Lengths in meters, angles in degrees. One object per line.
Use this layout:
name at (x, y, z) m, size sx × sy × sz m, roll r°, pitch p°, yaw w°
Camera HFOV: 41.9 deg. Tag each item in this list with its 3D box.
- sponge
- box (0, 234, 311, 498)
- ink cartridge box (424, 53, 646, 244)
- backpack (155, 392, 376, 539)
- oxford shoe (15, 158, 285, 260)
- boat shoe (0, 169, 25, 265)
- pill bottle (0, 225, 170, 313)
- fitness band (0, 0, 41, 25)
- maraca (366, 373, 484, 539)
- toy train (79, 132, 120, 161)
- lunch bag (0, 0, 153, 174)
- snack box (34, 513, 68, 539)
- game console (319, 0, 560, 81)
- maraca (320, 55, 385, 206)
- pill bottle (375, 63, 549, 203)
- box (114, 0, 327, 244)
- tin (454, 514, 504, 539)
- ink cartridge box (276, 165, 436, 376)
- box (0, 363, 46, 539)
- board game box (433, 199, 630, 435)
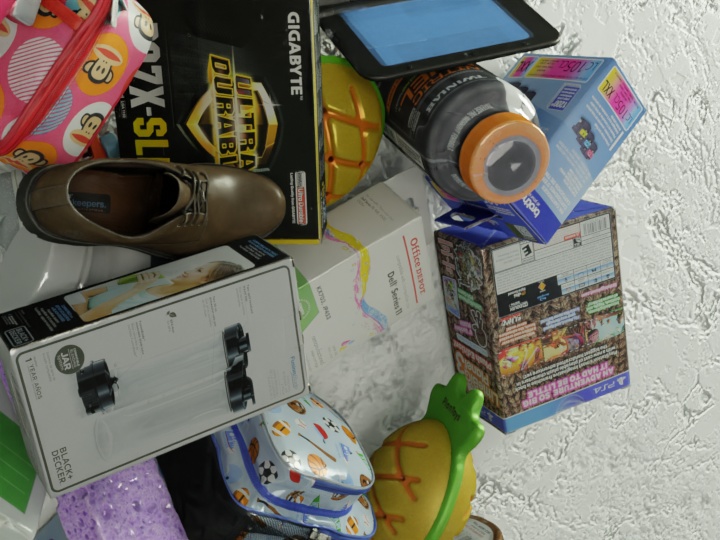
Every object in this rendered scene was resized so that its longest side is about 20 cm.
sponge at (-0.209, 0.129, 0.726) m, size 0.030 × 0.200 × 0.112 m, roll -35°, pitch 160°, yaw 12°
box at (-0.139, 0.061, 0.657) m, size 0.199 × 0.060 × 0.117 m, roll -20°, pitch 118°, yaw -26°
ink cartridge box at (0.156, -0.108, 0.898) m, size 0.076 × 0.136 × 0.200 m, roll 42°, pitch 80°, yaw -31°
backpack at (-0.077, 0.189, 0.847) m, size 0.154 × 0.200 × 0.190 m, roll -39°, pitch 134°, yaw 14°
oxford shoe at (-0.128, -0.043, 0.662) m, size 0.200 × 0.084 × 0.073 m, roll -5°, pitch 91°, yaw -39°
boat shoe at (-0.301, 0.016, 0.764) m, size 0.065 × 0.074 × 0.203 m, roll 6°, pitch 109°, yaw -24°
pill bottle at (-0.173, 0.033, 0.736) m, size 0.200 × 0.119 × 0.120 m, roll 26°, pitch 91°, yaw -38°
fitness band at (-0.267, -0.222, 0.626) m, size 0.037 × 0.143 × 0.201 m, roll 32°, pitch 70°, yaw -64°
maraca at (0.065, 0.199, 0.927) m, size 0.107 × 0.137 × 0.201 m, roll 22°, pitch 98°, yaw -24°
toy train at (-0.196, -0.157, 0.784) m, size 0.200 × 0.056 × 0.151 m, roll -32°, pitch 122°, yaw -16°
lunch bag at (-0.243, -0.181, 0.672) m, size 0.176 × 0.200 × 0.082 m, roll -54°, pitch 155°, yaw 3°
snack box at (-0.236, 0.303, 0.865) m, size 0.200 × 0.068 × 0.169 m, roll -46°, pitch 117°, yaw -6°
game console at (0.058, -0.268, 0.829) m, size 0.199 × 0.116 × 0.177 m, roll -16°, pitch 105°, yaw -21°
maraca at (-0.063, -0.101, 0.826) m, size 0.200 × 0.107 × 0.137 m, roll -42°, pitch 126°, yaw -2°
pill bottle at (0.088, -0.127, 0.826) m, size 0.106 × 0.200 × 0.107 m, roll -9°, pitch 119°, yaw -17°
box at (-0.110, -0.121, 0.741) m, size 0.159 × 0.049 × 0.201 m, roll 2°, pitch 112°, yaw 5°
tin at (0.060, 0.312, 0.979) m, size 0.199 × 0.112 × 0.042 m, roll -19°, pitch 100°, yaw -21°
ink cartridge box at (0.000, 0.000, 0.879) m, size 0.200 × 0.067 × 0.117 m, roll -32°, pitch 139°, yaw -15°
box at (-0.358, 0.136, 0.681) m, size 0.200 × 0.171 × 0.199 m, roll -37°, pitch 116°, yaw 12°
board game box at (0.179, 0.040, 0.975) m, size 0.159 × 0.097 × 0.201 m, roll -16°, pitch 109°, yaw -20°
